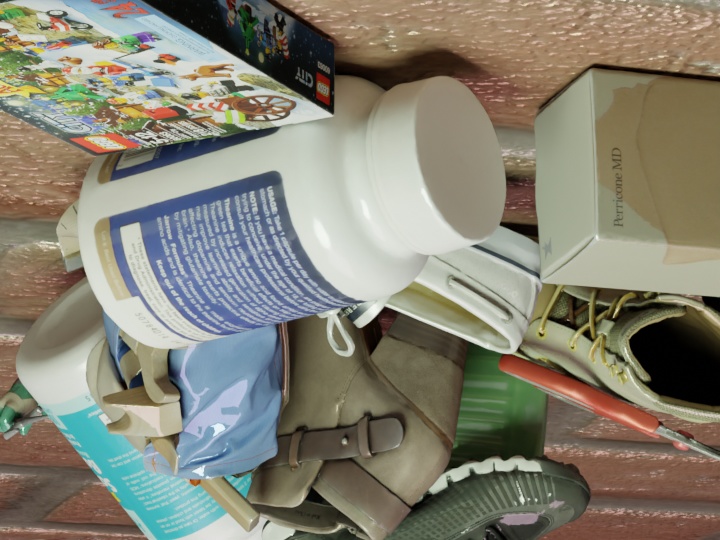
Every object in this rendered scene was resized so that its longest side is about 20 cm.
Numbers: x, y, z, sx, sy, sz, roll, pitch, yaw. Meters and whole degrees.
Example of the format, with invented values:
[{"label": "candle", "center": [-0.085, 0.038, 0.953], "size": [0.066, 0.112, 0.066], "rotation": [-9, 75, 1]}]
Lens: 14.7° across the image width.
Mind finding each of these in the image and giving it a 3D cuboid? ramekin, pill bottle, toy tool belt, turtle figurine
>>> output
[{"label": "ramekin", "center": [0.066, 0.103, 1.739], "size": [0.097, 0.201, 0.200], "rotation": [5, 165, 4]}, {"label": "pill bottle", "center": [-0.110, 0.097, 1.691], "size": [0.110, 0.111, 0.200], "rotation": [-15, 120, 43]}, {"label": "pill bottle", "center": [-0.032, -0.033, 1.380], "size": [0.199, 0.112, 0.111], "rotation": [-14, 160, 33]}, {"label": "toy tool belt", "center": [-0.089, 0.045, 1.524], "size": [0.124, 0.123, 0.201], "rotation": [-22, 140, -14]}, {"label": "turtle figurine", "center": [-0.157, 0.077, 1.814], "size": [0.149, 0.101, 0.200], "rotation": [17, 177, -9]}]

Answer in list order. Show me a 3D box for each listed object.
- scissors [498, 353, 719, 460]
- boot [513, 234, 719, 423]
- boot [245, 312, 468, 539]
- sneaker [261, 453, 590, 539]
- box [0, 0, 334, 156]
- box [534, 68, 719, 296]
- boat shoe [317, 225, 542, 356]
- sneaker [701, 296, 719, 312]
[{"label": "scissors", "center": [0.168, 0.091, 1.570], "size": [0.199, 0.014, 0.073], "rotation": [24, 175, 28]}, {"label": "boot", "center": [0.136, 0.031, 1.569], "size": [0.199, 0.072, 0.155], "rotation": [25, 179, -2]}, {"label": "boot", "center": [-0.027, 0.077, 1.626], "size": [0.199, 0.147, 0.070], "rotation": [12, 158, 42]}, {"label": "sneaker", "center": [0.039, 0.167, 1.606], "size": [0.199, 0.091, 0.067], "rotation": [-15, 141, 14]}, {"label": "box", "center": [-0.117, -0.104, 1.262], "size": [0.136, 0.038, 0.200], "rotation": [-8, 163, 27]}, {"label": "box", "center": [0.192, -0.039, 1.407], "size": [0.199, 0.096, 0.078], "rotation": [3, 163, -18]}, {"label": "boat shoe", "center": [-0.001, 0.001, 1.497], "size": [0.201, 0.087, 0.075], "rotation": [20, 161, -16]}, {"label": "sneaker", "center": [0.222, 0.002, 1.639], "size": [0.115, 0.076, 0.200], "rotation": [31, 171, -11]}]
